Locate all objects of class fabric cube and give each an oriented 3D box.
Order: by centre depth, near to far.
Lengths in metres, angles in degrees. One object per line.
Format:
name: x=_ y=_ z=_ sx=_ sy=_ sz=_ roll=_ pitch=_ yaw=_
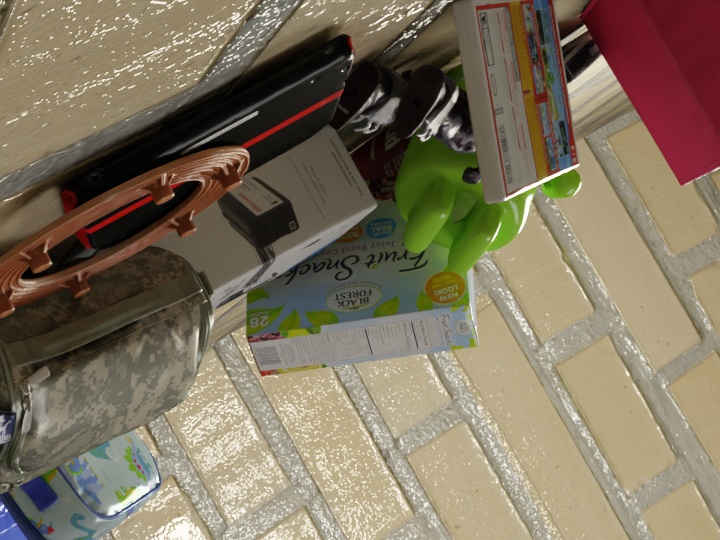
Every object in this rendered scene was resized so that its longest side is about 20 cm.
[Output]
fabric cube: x=0.352 y=-0.221 z=1.496 sx=0.200 sy=0.200 sz=0.196 roll=-30 pitch=177 yaw=-3

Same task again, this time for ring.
ring: x=-0.155 y=-0.020 z=1.017 sx=0.200 sy=0.019 sz=0.200 roll=-29 pitch=175 yaw=-3

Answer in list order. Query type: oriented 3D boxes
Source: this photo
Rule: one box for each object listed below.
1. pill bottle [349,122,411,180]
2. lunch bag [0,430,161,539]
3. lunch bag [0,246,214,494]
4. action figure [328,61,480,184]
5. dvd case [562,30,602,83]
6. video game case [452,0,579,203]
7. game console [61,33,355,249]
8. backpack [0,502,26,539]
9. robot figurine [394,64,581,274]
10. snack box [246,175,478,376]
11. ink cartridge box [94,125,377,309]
pill bottle: x=0.078 y=-0.106 z=1.544 sx=0.200 sy=0.114 sz=0.114 roll=-32 pitch=177 yaw=33
lunch bag: x=-0.276 y=0.145 z=1.404 sx=0.082 sy=0.200 sz=0.161 roll=-38 pitch=177 yaw=16
lunch bag: x=-0.218 y=0.064 z=1.155 sx=0.200 sy=0.140 sz=0.168 roll=-24 pitch=172 yaw=-41
action figure: x=0.054 y=-0.115 z=1.214 sx=0.200 sy=0.130 sz=0.070 roll=9 pitch=105 yaw=-65
dvd case: x=0.185 y=-0.197 z=1.639 sx=0.150 sy=0.025 sz=0.200 roll=-29 pitch=-173 yaw=34
video game case: x=0.120 y=-0.135 z=1.202 sx=0.017 sy=0.144 sz=0.200 roll=-7 pitch=-172 yaw=25
game console: x=-0.099 y=-0.081 z=1.029 sx=0.200 sy=0.031 sz=0.177 roll=-30 pitch=174 yaw=-10
backpack: x=-0.602 y=0.366 z=2.441 sx=0.200 sy=0.168 sz=0.162 roll=9 pitch=-160 yaw=38
robot figurine: x=0.099 y=-0.097 z=1.371 sx=0.116 sy=0.175 sz=0.200 roll=120 pitch=-6 yaw=-54
snack box: x=0.000 y=0.000 z=1.445 sx=0.199 sy=0.169 sz=0.068 roll=-9 pitch=139 yaw=8
ink cartridge box: x=-0.107 y=-0.025 z=1.314 sx=0.200 sy=0.084 sz=0.145 roll=-29 pitch=177 yaw=-30
